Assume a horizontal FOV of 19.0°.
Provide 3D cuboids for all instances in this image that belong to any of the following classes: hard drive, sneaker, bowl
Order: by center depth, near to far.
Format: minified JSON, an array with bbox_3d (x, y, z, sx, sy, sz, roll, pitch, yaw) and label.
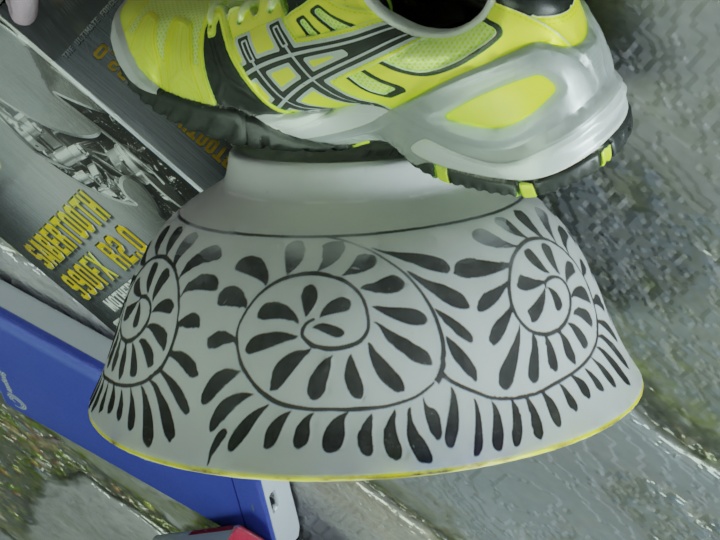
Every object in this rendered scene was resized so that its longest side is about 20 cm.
[{"bbox_3d":[-0.002,-0.084,0.718,0.200,0.075,0.076,10,132,32],"label":"sneaker"},{"bbox_3d":[0.000,0.000,0.769,0.201,0.201,0.094,11,109,44],"label":"bowl"},{"bbox_3d":[-0.129,0.083,1.220,0.200,0.025,0.132,27,154,20],"label":"hard drive"}]

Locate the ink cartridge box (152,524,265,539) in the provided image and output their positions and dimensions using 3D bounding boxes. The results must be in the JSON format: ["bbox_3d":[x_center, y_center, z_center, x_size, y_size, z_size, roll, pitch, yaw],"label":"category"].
[{"bbox_3d":[-0.047,0.260,1.251,0.200,0.145,0.145,32,158,-16],"label":"ink cartridge box"}]

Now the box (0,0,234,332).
[{"bbox_3d":[-0.110,-0.043,0.942,0.158,0.048,0.200,40,155,-10],"label":"box"}]

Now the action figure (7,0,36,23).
[{"bbox_3d":[-0.123,-0.144,0.698,0.149,0.134,0.200,11,143,-38],"label":"action figure"}]
